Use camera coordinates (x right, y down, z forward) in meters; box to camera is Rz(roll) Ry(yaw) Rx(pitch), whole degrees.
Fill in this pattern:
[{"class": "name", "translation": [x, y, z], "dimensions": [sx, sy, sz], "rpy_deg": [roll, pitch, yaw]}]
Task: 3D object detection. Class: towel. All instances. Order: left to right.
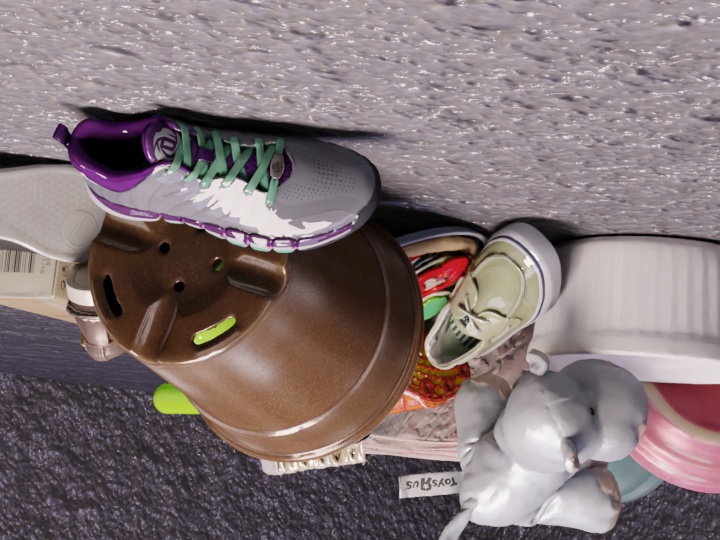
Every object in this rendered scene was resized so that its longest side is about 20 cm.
[{"class": "towel", "translation": [0.101, 0.090, 1.513], "dimensions": [0.190, 0.201, 0.032], "rpy_deg": [-4, 137, 50]}]

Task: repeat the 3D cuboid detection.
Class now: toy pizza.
[{"class": "toy pizza", "translation": [0.017, 0.023, 1.312], "dimensions": [0.199, 0.032, 0.200], "rpy_deg": [-22, 164, -7]}]

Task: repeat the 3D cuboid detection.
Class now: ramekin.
[{"class": "ramekin", "translation": [0.239, 0.034, 1.327], "dimensions": [0.198, 0.099, 0.201], "rpy_deg": [4, 171, 1]}]

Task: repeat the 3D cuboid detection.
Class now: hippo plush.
[{"class": "hippo plush", "translation": [0.138, 0.119, 1.281], "dimensions": [0.198, 0.160, 0.161], "rpy_deg": [-7, 145, -22]}]

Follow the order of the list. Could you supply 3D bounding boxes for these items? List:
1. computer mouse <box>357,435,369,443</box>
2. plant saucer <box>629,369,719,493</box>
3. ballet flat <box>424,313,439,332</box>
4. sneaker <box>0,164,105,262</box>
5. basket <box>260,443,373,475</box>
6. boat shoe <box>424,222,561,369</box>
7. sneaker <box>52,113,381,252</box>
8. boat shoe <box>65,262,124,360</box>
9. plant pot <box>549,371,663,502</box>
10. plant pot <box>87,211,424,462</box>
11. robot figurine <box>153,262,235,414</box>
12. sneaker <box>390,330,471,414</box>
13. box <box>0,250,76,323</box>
[{"class": "computer mouse", "translation": [-0.058, 0.097, 1.541], "dimensions": [0.138, 0.053, 0.200], "rpy_deg": [6, -158, -43]}, {"class": "plant saucer", "translation": [0.314, 0.101, 1.457], "dimensions": [0.198, 0.202, 0.051], "rpy_deg": [6, 148, -7]}, {"class": "ballet flat", "translation": [0.083, 0.025, 1.430], "dimensions": [0.199, 0.064, 0.067], "rpy_deg": [-34, 157, 26]}, {"class": "sneaker", "translation": [-0.261, -0.048, 1.189], "dimensions": [0.198, 0.071, 0.099], "rpy_deg": [3, -174, -25]}, {"class": "basket", "translation": [-0.028, 0.122, 1.742], "dimensions": [0.122, 0.137, 0.200], "rpy_deg": [-6, -166, 21]}, {"class": "boat shoe", "translation": [0.105, 0.030, 1.295], "dimensions": [0.062, 0.072, 0.200], "rpy_deg": [-37, 166, -26]}, {"class": "sneaker", "translation": [-0.090, -0.058, 0.991], "dimensions": [0.198, 0.075, 0.088], "rpy_deg": [3, 166, 14]}, {"class": "boat shoe", "translation": [-0.176, 0.006, 1.237], "dimensions": [0.071, 0.060, 0.200], "rpy_deg": [-2, -160, 7]}, {"class": "plant pot", "translation": [0.201, 0.125, 1.553], "dimensions": [0.133, 0.203, 0.199], "rpy_deg": [5, 173, -41]}, {"class": "plant pot", "translation": [-0.081, 0.017, 1.129], "dimensions": [0.198, 0.202, 0.198], "rpy_deg": [1, 163, 23]}, {"class": "robot figurine", "translation": [-0.122, 0.042, 1.398], "dimensions": [0.199, 0.177, 0.115], "rpy_deg": [34, 140, -24]}, {"class": "sneaker", "translation": [0.004, 0.095, 1.386], "dimensions": [0.198, 0.074, 0.077], "rpy_deg": [-5, 165, -27]}, {"class": "box", "translation": [-0.251, 0.002, 1.434], "dimensions": [0.094, 0.079, 0.200], "rpy_deg": [0, 170, 25]}]
